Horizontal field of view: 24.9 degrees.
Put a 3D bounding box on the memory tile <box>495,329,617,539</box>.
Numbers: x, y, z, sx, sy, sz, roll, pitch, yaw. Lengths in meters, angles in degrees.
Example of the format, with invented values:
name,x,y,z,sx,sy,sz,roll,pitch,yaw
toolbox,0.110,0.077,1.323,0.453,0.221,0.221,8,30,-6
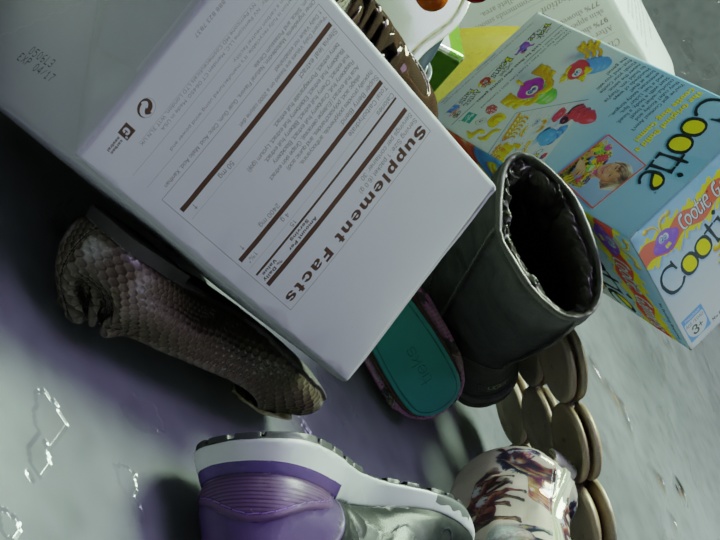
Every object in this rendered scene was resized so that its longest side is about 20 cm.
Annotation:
name,x,y,z,sx,sy,sz,roll,pitch,yaw
memory tile,0.113,0.072,1.022,0.153,0.017,0.200,-159,-121,-74

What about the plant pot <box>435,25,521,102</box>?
name,x,y,z,sx,sy,sz,roll,pitch,yaw
plant pot,0.101,-0.101,1.199,0.200,0.142,0.200,52,22,-32

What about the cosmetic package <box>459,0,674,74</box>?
name,x,y,z,sx,sy,sz,roll,pitch,yaw
cosmetic package,0.172,-0.203,1.474,0.200,0.167,0.166,57,20,-21

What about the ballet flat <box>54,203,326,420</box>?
name,x,y,z,sx,sy,sz,roll,pitch,yaw
ballet flat,-0.076,0.030,0.737,0.067,0.046,0.200,36,-3,32

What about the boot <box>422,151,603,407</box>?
name,x,y,z,sx,sy,sz,roll,pitch,yaw
boot,0.065,-0.017,0.958,0.182,0.072,0.200,59,-12,16

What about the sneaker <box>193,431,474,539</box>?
name,x,y,z,sx,sy,sz,roll,pitch,yaw
sneaker,-0.012,0.139,0.746,0.200,0.076,0.088,30,53,-52

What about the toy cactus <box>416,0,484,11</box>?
name,x,y,z,sx,sy,sz,roll,pitch,yaw
toy cactus,-0.001,-0.232,0.913,0.165,0.102,0.200,18,42,-28

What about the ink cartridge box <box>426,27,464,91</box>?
name,x,y,z,sx,sy,sz,roll,pitch,yaw
ink cartridge box,-0.039,-0.202,1.083,0.200,0.076,0.148,21,41,-27

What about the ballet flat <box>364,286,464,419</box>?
name,x,y,z,sx,sy,sz,roll,pitch,yaw
ballet flat,0.000,0.000,0.945,0.200,0.069,0.071,61,-6,-29

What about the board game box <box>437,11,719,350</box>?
name,x,y,z,sx,sy,sz,roll,pitch,yaw
board game box,0.149,-0.058,0.968,0.200,0.105,0.103,38,-12,50

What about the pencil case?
name,x,y,z,sx,sy,sz,roll,pitch,yaw
pencil case,0.085,0.176,0.893,0.078,0.089,0.200,55,20,-22

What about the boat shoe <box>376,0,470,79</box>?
name,x,y,z,sx,sy,sz,roll,pitch,yaw
boat shoe,0.012,-0.133,0.993,0.075,0.062,0.200,25,71,-11

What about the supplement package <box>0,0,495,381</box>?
name,x,y,z,sx,sy,sz,roll,pitch,yaw
supplement package,-0.056,-0.063,0.719,0.121,0.120,0.200,33,-7,43

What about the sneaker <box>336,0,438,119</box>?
name,x,y,z,sx,sy,sz,roll,pitch,yaw
sneaker,-0.024,-0.126,0.823,0.200,0.076,0.071,39,72,-26
